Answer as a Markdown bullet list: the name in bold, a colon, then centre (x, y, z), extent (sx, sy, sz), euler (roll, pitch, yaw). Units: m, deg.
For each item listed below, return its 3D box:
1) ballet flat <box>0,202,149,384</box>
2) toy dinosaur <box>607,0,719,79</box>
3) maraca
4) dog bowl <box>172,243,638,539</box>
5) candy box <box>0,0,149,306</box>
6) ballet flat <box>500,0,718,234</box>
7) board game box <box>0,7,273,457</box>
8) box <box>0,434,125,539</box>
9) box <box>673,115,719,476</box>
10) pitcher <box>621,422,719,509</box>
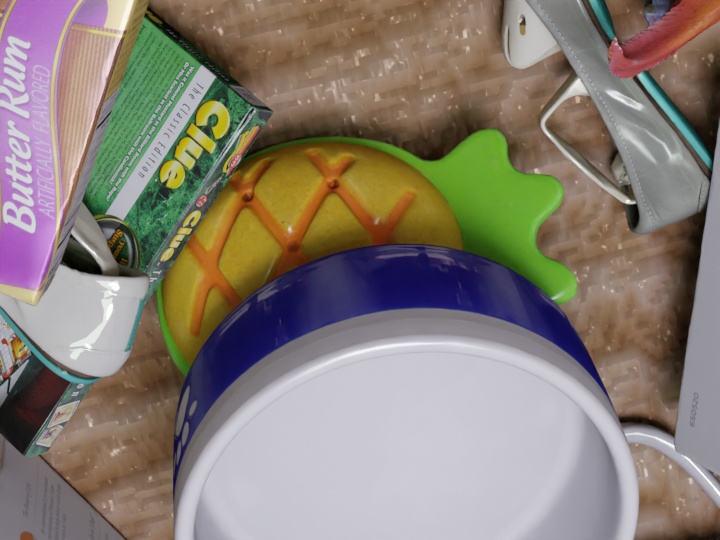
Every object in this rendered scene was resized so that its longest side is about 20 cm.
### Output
- **ballet flat**: centre (-0.171, -0.033, 0.830), extent (0.200, 0.069, 0.070), euler (39, 103, 12)
- **toy dinosaur**: centre (0.214, -0.145, 0.834), extent (0.181, 0.201, 0.105), euler (-10, 133, 23)
- **maraca**: centre (0.000, 0.000, 0.867), extent (0.199, 0.107, 0.138), euler (-9, 77, 8)
- **dog bowl**: centre (0.017, 0.091, 0.813), extent (0.199, 0.079, 0.201), euler (-4, 123, -6)
- **candy box**: centre (-0.150, -0.100, 0.739), extent (0.116, 0.056, 0.201), euler (20, 102, -5)
- **ballet flat**: centre (0.103, -0.099, 0.877), extent (0.064, 0.067, 0.200), euler (-30, 112, 13)
- **board game box**: centre (-0.134, -0.023, 0.863), extent (0.105, 0.023, 0.200), euler (41, 105, 21)
- **box**: centre (-0.146, 0.197, 0.921), extent (0.097, 0.124, 0.200), euler (-39, 111, 8)
- **box**: centre (0.270, 0.022, 0.859), extent (0.130, 0.199, 0.201), euler (-10, 114, -35)
- **pitcher**: centre (0.195, 0.179, 0.978), extent (0.199, 0.121, 0.173), euler (12, 94, -1)
